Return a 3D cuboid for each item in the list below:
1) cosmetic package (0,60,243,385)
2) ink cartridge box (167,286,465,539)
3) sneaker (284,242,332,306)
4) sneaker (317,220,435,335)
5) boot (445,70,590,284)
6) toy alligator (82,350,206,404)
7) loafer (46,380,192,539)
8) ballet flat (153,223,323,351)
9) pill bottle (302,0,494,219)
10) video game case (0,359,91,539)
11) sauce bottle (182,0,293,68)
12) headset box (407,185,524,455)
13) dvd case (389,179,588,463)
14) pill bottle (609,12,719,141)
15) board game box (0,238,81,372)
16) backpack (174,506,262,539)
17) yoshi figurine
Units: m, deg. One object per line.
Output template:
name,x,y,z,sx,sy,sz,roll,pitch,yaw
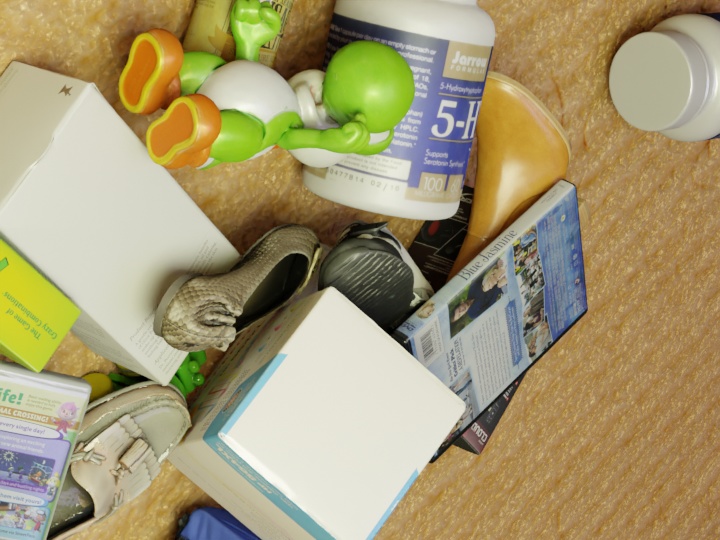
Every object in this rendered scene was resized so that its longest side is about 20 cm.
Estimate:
cosmetic package,-0.171,-0.027,1.002,0.108,0.085,0.200,-56,139,-17
ink cartridge box,-0.044,0.111,1.091,0.125,0.200,0.129,41,69,-10
sneaker,0.002,0.079,1.228,0.074,0.115,0.201,-30,126,-35
sneaker,0.000,0.000,1.146,0.074,0.089,0.200,-34,160,5
boot,0.107,-0.042,1.225,0.144,0.071,0.201,-53,135,-19
toy alligator,-0.139,0.079,1.109,0.200,0.054,0.060,-40,134,-31
loafer,-0.192,0.149,1.025,0.199,0.063,0.072,-33,121,-10
ballet flat,-0.068,0.015,1.031,0.200,0.046,0.068,-26,138,-65
pill bottle,0.033,-0.148,1.146,0.119,0.119,0.201,-3,108,-49
video game case,-0.280,0.132,0.937,0.199,0.022,0.183,16,95,-27
sauce bottle,-0.074,-0.195,1.056,0.066,0.066,0.201,11,98,-51
headset box,0.084,0.051,1.340,0.201,0.075,0.149,-59,139,-13
dvd case,0.105,0.040,1.209,0.200,0.018,0.143,-41,140,-26
pill bottle,0.327,-0.184,1.485,0.199,0.119,0.120,-13,116,-46
board game box,-0.257,-0.023,0.889,0.048,0.101,0.200,-57,140,-15
backpack,-0.090,0.302,1.179,0.162,0.167,0.201,26,93,-50
yoshi figurine,-0.043,-0.114,0.999,0.199,0.112,0.113,-2,100,-43
